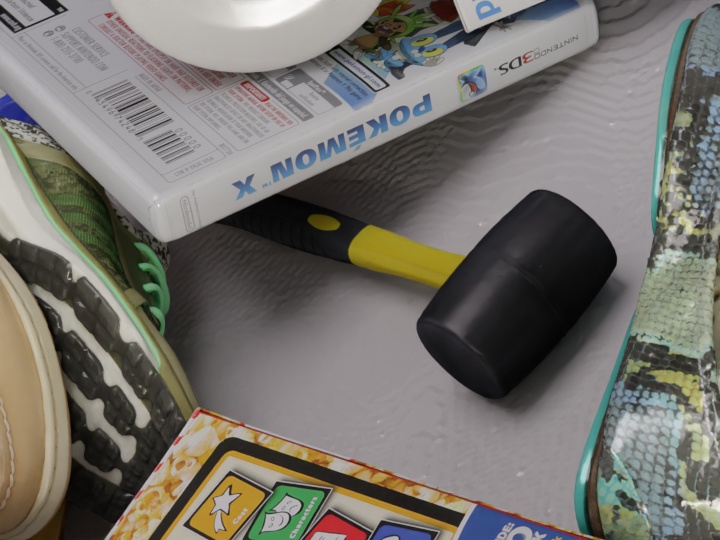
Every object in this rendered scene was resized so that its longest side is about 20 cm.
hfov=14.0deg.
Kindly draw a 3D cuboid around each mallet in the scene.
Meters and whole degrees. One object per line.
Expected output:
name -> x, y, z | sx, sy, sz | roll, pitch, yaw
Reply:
mallet -> 0.000, 0.000, 1.006 | 0.199, 0.041, 0.066 | 9, 53, 48

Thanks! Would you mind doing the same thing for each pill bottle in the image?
pill bottle -> -0.051, -0.167, 1.068 | 0.112, 0.112, 0.200 | -30, 34, 11

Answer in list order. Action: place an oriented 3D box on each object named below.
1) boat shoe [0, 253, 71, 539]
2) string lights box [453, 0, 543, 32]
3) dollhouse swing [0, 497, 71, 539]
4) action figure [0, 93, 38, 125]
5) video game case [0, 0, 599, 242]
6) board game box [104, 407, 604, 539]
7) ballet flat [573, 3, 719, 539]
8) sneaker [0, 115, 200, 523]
boat shoe -> -0.164, 0.004, 0.990 | 0.074, 0.069, 0.201 | -44, 62, 33
string lights box -> 0.111, -0.169, 1.039 | 0.199, 0.059, 0.103 | -22, 37, 5
dollhouse swing -> -0.204, 0.078, 1.089 | 0.182, 0.175, 0.201 | 118, 165, -46
action figure -> -0.090, -0.083, 1.139 | 0.199, 0.052, 0.066 | -1, 47, 23
video game case -> -0.041, -0.095, 1.082 | 0.182, 0.022, 0.200 | -25, 38, -20
board game box -> -0.018, 0.131, 0.872 | 0.199, 0.046, 0.152 | 15, 62, 46
ballet flat -> 0.117, 0.003, 0.884 | 0.074, 0.074, 0.201 | -8, 53, 33
sneaker -> -0.092, 0.005, 1.034 | 0.200, 0.088, 0.077 | 54, 131, 28
